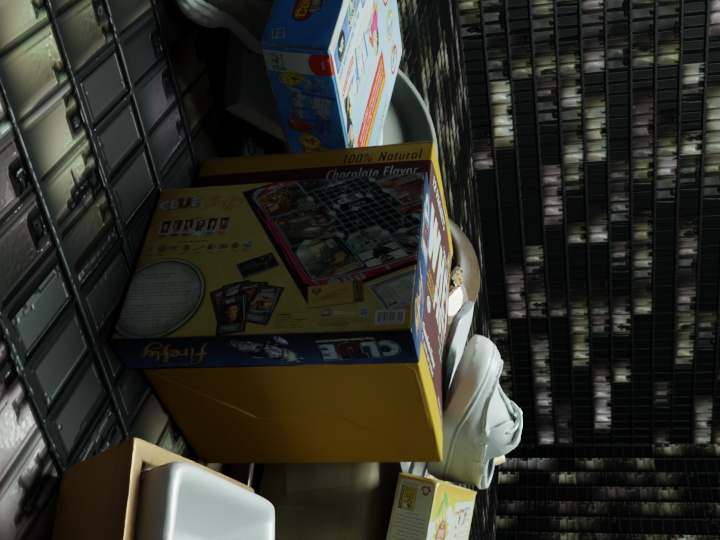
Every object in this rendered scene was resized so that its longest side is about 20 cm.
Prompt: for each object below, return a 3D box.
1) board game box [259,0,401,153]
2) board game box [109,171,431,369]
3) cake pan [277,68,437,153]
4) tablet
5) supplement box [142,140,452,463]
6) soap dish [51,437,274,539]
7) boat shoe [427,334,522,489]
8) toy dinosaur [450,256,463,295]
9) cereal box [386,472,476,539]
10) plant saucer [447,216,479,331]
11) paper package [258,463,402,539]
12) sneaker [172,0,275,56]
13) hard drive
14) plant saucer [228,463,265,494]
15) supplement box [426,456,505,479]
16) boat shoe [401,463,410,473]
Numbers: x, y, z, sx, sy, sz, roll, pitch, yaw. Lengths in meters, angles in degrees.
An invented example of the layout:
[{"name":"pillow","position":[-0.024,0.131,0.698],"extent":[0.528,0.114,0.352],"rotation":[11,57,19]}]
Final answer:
[{"name":"board game box","position":[-0.016,-0.187,0.784],"extent":[0.197,0.055,0.203],"rotation":[79,21,-56]},{"name":"board game box","position":[-0.054,-0.001,0.619],"extent":[0.035,0.196,0.137],"rotation":[73,20,-48]},{"name":"cake pan","position":[-0.006,-0.141,0.976],"extent":[0.197,0.037,0.204],"rotation":[12,68,-31]},{"name":"tablet","position":[0.066,0.130,0.821],"extent":[0.130,0.013,0.204],"rotation":[-19,125,-78]},{"name":"supplement box","position":[-0.033,0.025,0.712],"extent":[0.134,0.193,0.203],"rotation":[73,19,-48]},{"name":"soap dish","position":[-0.118,0.200,0.562],"extent":[0.200,0.079,0.161],"rotation":[57,32,-65]},{"name":"boat shoe","position":[0.099,0.126,0.761],"extent":[0.202,0.067,0.073],"rotation":[98,14,-48]},{"name":"toy dinosaur","position":[0.000,0.000,0.878],"extent":[0.102,0.197,0.138],"rotation":[-59,129,-64]},{"name":"cereal box","position":[0.046,0.273,0.752],"extent":[0.144,0.039,0.204],"rotation":[41,60,-66]},{"name":"plant saucer","position":[0.029,-0.004,0.984],"extent":[0.032,0.196,0.204],"rotation":[85,9,-58]},{"name":"paper package","position":[-0.021,0.246,0.812],"extent":[0.202,0.101,0.193],"rotation":[-81,162,-44]},{"name":"sneaker","position":[-0.077,-0.226,0.759],"extent":[0.199,0.078,0.076],"rotation":[-11,92,-67]},{"name":"hard drive","position":[-0.047,-0.177,0.882],"extent":[0.199,0.026,0.135],"rotation":[23,62,-48]},{"name":"plant saucer","position":[-0.081,0.216,0.842],"extent":[0.200,0.029,0.205],"rotation":[-2,90,-78]},{"name":"supplement box","position":[0.061,0.151,1.062],"extent":[0.203,0.129,0.103],"rotation":[68,-23,11]},{"name":"boat shoe","position":[0.055,0.109,0.971],"extent":[0.071,0.062,0.204],"rotation":[81,7,-71]}]
